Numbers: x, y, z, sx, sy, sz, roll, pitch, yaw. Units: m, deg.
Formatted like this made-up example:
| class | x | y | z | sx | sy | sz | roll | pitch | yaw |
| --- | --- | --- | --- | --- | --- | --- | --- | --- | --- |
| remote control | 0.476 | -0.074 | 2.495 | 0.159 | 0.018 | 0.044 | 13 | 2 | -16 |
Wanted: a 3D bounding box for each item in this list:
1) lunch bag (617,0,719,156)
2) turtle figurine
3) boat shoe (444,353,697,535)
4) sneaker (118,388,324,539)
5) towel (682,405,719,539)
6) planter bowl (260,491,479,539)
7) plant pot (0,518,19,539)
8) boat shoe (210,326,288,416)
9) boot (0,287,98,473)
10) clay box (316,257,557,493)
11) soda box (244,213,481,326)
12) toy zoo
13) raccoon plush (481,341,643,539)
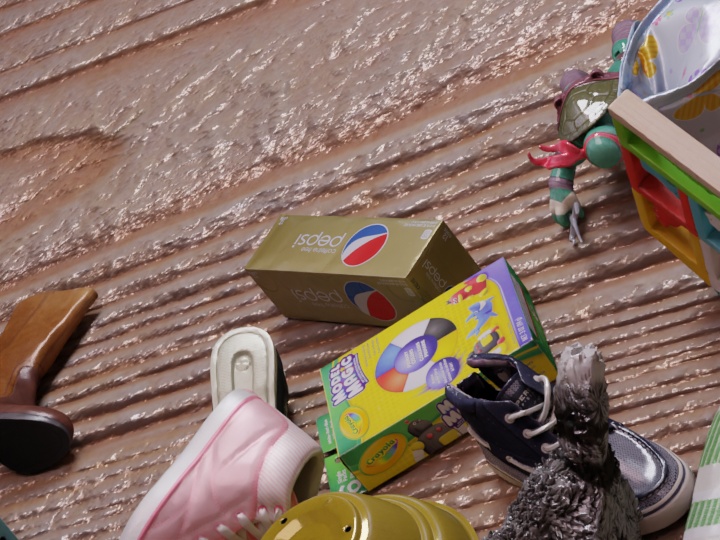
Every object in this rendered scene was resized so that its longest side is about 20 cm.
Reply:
| class | x | y | z | sx | sy | sz | roll | pitch | yaw |
| --- | --- | --- | --- | --- | --- | --- | --- | --- | --- |
| lunch bag | 0.280 | -0.132 | 1.641 | 0.200 | 0.170 | 0.127 | -48 | 35 | -14 |
| turtle figurine | 0.199 | -0.114 | 1.776 | 0.149 | 0.101 | 0.200 | -25 | 29 | 20 |
| boat shoe | 0.136 | 0.116 | 1.550 | 0.199 | 0.093 | 0.075 | 12 | 58 | 51 |
| sneaker | -0.102 | 0.190 | 1.677 | 0.104 | 0.075 | 0.201 | 28 | 73 | 24 |
| towel | 0.280 | 0.139 | 1.447 | 0.152 | 0.023 | 0.201 | -14 | 41 | 34 |
| planter bowl | -0.019 | 0.218 | 1.589 | 0.200 | 0.084 | 0.201 | -25 | 35 | 19 |
| plant pot | -0.380 | 0.257 | 1.858 | 0.199 | 0.142 | 0.142 | -9 | 42 | 27 |
| boat shoe | -0.090 | 0.146 | 1.777 | 0.071 | 0.068 | 0.201 | -1 | 57 | 11 |
| boot | -0.288 | 0.095 | 2.051 | 0.188 | 0.069 | 0.200 | -16 | 31 | 44 |
| clay box | 0.046 | 0.085 | 1.721 | 0.199 | 0.048 | 0.115 | -31 | 33 | 10 |
| soda box | 0.000 | 0.000 | 1.852 | 0.199 | 0.068 | 0.064 | 3 | 51 | 47 |
| toy zoo | 0.236 | -0.031 | 1.550 | 0.020 | 0.200 | 0.131 | -43 | 60 | -9 |
| raccoon plush | 0.107 | 0.148 | 1.480 | 0.133 | 0.097 | 0.202 | -3 | 88 | 27 |
